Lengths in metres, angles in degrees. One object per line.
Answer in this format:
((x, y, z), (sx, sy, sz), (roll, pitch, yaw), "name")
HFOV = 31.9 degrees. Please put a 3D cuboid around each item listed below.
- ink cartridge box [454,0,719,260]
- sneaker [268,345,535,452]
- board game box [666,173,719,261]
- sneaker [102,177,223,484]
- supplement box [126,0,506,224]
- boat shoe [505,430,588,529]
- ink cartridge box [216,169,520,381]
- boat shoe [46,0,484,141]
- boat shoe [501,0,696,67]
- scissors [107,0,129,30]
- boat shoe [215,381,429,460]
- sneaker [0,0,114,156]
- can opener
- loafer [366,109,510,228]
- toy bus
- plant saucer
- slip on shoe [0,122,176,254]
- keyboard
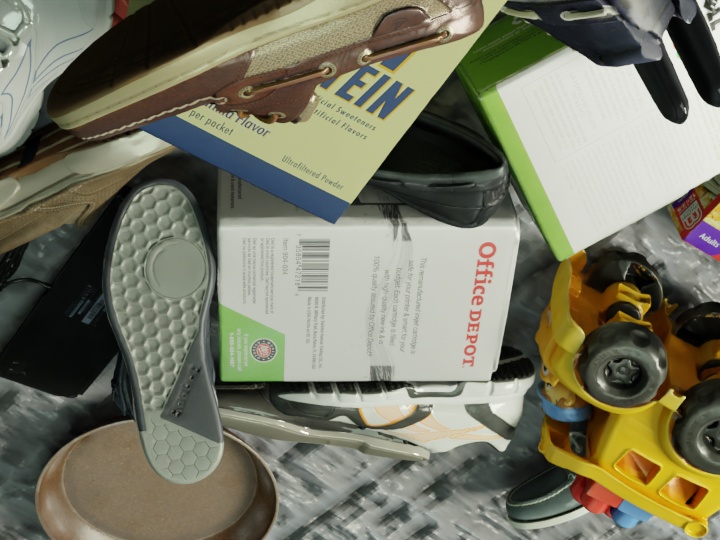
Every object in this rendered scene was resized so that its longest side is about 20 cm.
((0.180, -0.120, 0.815), (0.199, 0.076, 0.148), (-28, 126, 5), "ink cartridge box")
((0.030, 0.103, 0.944), (0.199, 0.074, 0.080), (2, 118, -5), "sneaker")
((0.341, -0.072, 0.885), (0.151, 0.046, 0.200), (25, 122, -23), "board game box")
((-0.141, 0.032, 0.887), (0.077, 0.146, 0.203), (-5, 100, -11), "sneaker")
((-0.022, -0.177, 0.667), (0.134, 0.200, 0.200), (25, 122, -23), "supplement box")
((0.200, 0.148, 1.043), (0.200, 0.073, 0.062), (-30, 104, 18), "boat shoe")
((0.000, 0.000, 0.885), (0.199, 0.084, 0.146), (0, 129, -6), "ink cartridge box")
((-0.041, -0.093, 0.561), (0.199, 0.072, 0.072), (-23, 124, 6), "boat shoe")
((0.100, -0.156, 0.700), (0.075, 0.200, 0.093), (-47, 113, -5), "boat shoe")
((-0.124, -0.142, 0.756), (0.200, 0.014, 0.073), (31, 127, 4), "scissors")
((-0.036, 0.107, 0.995), (0.199, 0.057, 0.067), (12, 163, -10), "boat shoe")
((-0.212, -0.126, 0.743), (0.074, 0.087, 0.200), (39, 125, 1), "sneaker")
((0.154, -0.179, 0.718), (0.063, 0.079, 0.201), (-17, 91, -2), "can opener")
((0.000, -0.088, 0.797), (0.200, 0.068, 0.070), (21, 155, 4), "loafer")
((0.198, 0.106, 0.938), (0.199, 0.136, 0.192), (29, 122, -5), "toy bus")
((-0.168, 0.183, 1.049), (0.199, 0.035, 0.201), (-3, 130, -4), "plant saucer")
((-0.187, -0.060, 0.824), (0.199, 0.076, 0.061), (-21, 123, 14), "slip on shoe")
((-0.214, 0.013, 0.917), (0.127, 0.021, 0.200), (24, 122, -30), "keyboard")
